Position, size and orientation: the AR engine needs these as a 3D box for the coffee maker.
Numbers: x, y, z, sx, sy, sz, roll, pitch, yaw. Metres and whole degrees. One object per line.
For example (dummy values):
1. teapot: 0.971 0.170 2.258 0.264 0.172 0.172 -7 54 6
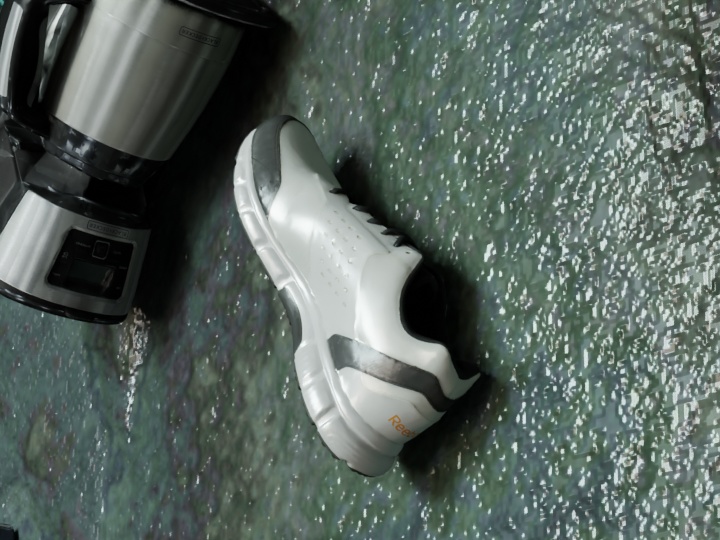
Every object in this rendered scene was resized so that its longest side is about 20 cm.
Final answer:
1. coffee maker: -0.154 -0.093 1.266 0.200 0.134 0.192 -63 18 13

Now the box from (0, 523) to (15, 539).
1. box: -0.279 0.255 1.304 0.148 0.107 0.201 -28 59 41

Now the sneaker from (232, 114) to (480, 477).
1. sneaker: 0.000 0.000 1.091 0.080 0.074 0.200 -36 57 20

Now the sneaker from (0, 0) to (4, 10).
1. sneaker: -0.252 -0.090 1.407 0.091 0.077 0.201 -33 54 45
